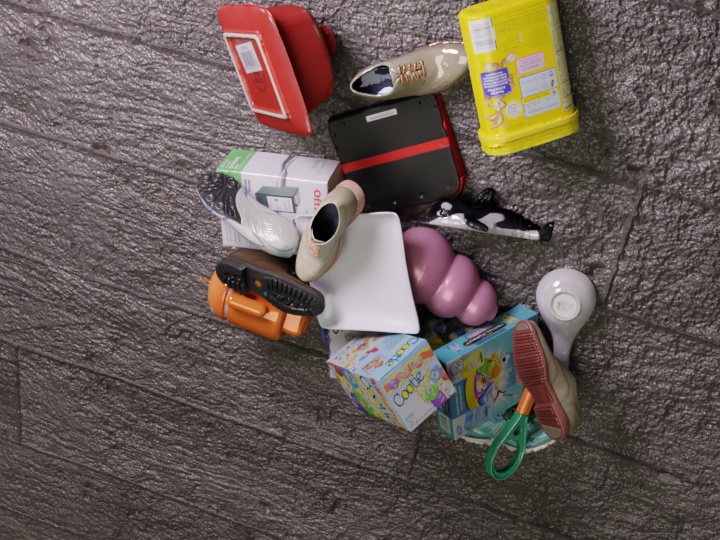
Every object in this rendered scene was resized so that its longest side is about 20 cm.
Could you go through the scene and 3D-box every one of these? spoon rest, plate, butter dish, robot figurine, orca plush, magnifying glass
[{"bbox_3d":[0.335,0.093,1.672,0.097,0.061,0.204,7,108,14],"label":"spoon rest"},{"bbox_3d":[0.000,0.000,1.614,0.197,0.032,0.203,1,113,33],"label":"plate"},{"bbox_3d":[-0.102,-0.324,1.525,0.199,0.147,0.202,24,140,57],"label":"butter dish"},{"bbox_3d":[-0.179,0.048,1.756,0.197,0.145,0.118,20,137,7],"label":"robot figurine"},{"bbox_3d":[0.208,-0.094,1.590,0.196,0.105,0.073,9,93,16],"label":"orca plush"},{"bbox_3d":[0.267,0.262,1.713,0.022,0.079,0.203,29,103,48],"label":"magnifying glass"}]

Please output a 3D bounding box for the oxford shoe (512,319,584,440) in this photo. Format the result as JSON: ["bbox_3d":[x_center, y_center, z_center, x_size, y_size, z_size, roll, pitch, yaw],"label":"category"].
[{"bbox_3d":[0.306,0.169,1.645,0.070,0.074,0.203,-9,101,59],"label":"oxford shoe"}]

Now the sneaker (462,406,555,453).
[{"bbox_3d":[0.257,0.267,1.774,0.196,0.078,0.081,1,131,18],"label":"sneaker"}]

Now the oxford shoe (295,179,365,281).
[{"bbox_3d":[-0.064,-0.052,1.562,0.070,0.074,0.202,37,128,13],"label":"oxford shoe"}]

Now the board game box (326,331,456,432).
[{"bbox_3d":[0.046,0.169,1.627,0.104,0.104,0.199,58,161,-17],"label":"board game box"}]

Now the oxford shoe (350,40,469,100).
[{"bbox_3d":[0.078,-0.290,1.502,0.197,0.074,0.072,-15,99,24],"label":"oxford shoe"}]

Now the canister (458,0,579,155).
[{"bbox_3d":[0.226,-0.285,1.440,0.146,0.087,0.203,-17,113,-5],"label":"canister"}]

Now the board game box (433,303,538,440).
[{"bbox_3d":[0.211,0.167,1.673,0.047,0.198,0.153,30,137,49],"label":"board game box"}]

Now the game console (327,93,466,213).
[{"bbox_3d":[0.059,-0.184,1.617,0.197,0.031,0.180,-12,109,24],"label":"game console"}]

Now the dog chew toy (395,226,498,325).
[{"bbox_3d":[0.138,0.018,1.650,0.198,0.125,0.125,32,125,-6],"label":"dog chew toy"}]

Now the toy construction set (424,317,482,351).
[{"bbox_3d":[0.170,0.162,1.724,0.092,0.130,0.203,42,148,42],"label":"toy construction set"}]

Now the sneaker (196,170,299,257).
[{"bbox_3d":[-0.185,-0.086,1.632,0.199,0.072,0.073,36,155,5],"label":"sneaker"}]

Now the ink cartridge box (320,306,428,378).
[{"bbox_3d":[0.016,0.126,1.781,0.196,0.077,0.139,8,121,13],"label":"ink cartridge box"}]

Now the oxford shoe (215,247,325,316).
[{"bbox_3d":[-0.135,0.010,1.665,0.198,0.085,0.073,26,136,17],"label":"oxford shoe"}]

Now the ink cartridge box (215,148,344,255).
[{"bbox_3d":[-0.131,-0.112,1.687,0.196,0.084,0.148,7,122,14],"label":"ink cartridge box"}]
